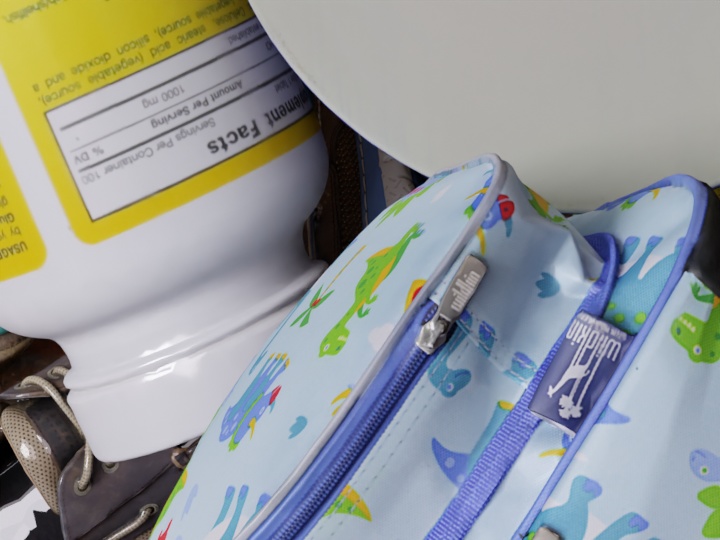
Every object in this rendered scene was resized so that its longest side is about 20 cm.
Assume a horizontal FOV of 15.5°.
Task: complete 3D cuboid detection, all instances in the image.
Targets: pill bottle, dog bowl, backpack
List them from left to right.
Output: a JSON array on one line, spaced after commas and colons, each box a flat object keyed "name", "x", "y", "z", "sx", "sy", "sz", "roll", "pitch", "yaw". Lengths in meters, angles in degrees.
[{"name": "pill bottle", "x": -0.077, "y": -0.054, "z": 0.751, "sx": 0.112, "sy": 0.112, "sz": 0.201, "roll": -20, "pitch": 98, "yaw": 22}, {"name": "backpack", "x": 0.026, "y": 0.077, "z": 0.646, "sx": 0.146, "sy": 0.183, "sz": 0.201, "roll": 32, "pitch": 80, "yaw": -8}, {"name": "dog bowl", "x": 0.061, "y": -0.119, "z": 0.695, "sx": 0.199, "sy": 0.079, "sz": 0.202, "roll": 8, "pitch": 110, "yaw": 21}]

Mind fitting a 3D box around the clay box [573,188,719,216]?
[{"name": "clay box", "x": 0.166, "y": -0.015, "z": 0.780, "sx": 0.198, "sy": 0.048, "sz": 0.116, "roll": -16, "pitch": 76, "yaw": 5}]

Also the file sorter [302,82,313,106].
[{"name": "file sorter", "x": -0.122, "y": -0.115, "z": 0.919, "sx": 0.122, "sy": 0.138, "sz": 0.201, "roll": -28, "pitch": 72, "yaw": 24}]

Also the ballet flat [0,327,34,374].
[{"name": "ballet flat", "x": -0.202, "y": 0.028, "z": 0.983, "sx": 0.199, "sy": 0.068, "sz": 0.073, "roll": 14, "pitch": 109, "yaw": 27}]

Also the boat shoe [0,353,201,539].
[{"name": "boat shoe", "x": -0.090, "y": 0.066, "z": 0.911, "sx": 0.200, "sy": 0.073, "sz": 0.075, "roll": -47, "pitch": 67, "yaw": 13}]

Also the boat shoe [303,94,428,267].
[{"name": "boat shoe", "x": 0.000, "y": 0.000, "z": 0.838, "sx": 0.072, "sy": 0.072, "sz": 0.201, "roll": -30, "pitch": 37, "yaw": 16}]
